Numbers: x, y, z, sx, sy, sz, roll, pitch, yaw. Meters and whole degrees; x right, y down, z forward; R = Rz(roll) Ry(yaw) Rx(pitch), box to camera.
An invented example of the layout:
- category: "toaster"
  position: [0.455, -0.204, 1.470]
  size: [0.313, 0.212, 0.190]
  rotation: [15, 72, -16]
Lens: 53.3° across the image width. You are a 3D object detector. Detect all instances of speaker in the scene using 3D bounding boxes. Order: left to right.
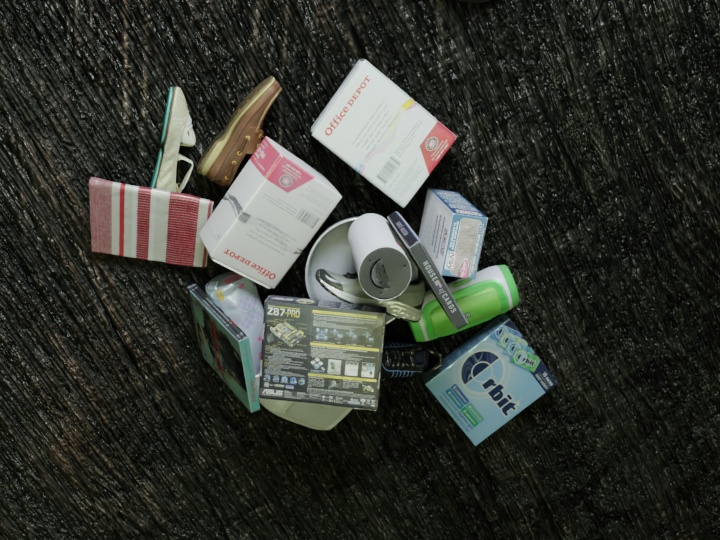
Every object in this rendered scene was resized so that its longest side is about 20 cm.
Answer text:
- category: "speaker"
  position: [0.025, -0.025, 1.111]
  size: [0.079, 0.200, 0.083]
  rotation: [-2, 108, -5]
- category: "speaker"
  position: [0.179, 0.059, 1.284]
  size: [0.197, 0.089, 0.090]
  rotation: [-21, 108, 1]

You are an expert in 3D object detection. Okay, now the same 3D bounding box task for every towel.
- category: "towel"
  position: [-0.349, -0.078, 1.194]
  size: [0.196, 0.023, 0.146]
  rotation: [9, 129, -9]

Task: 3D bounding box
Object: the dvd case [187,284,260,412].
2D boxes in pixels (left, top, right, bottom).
- category: "dvd case"
  position: [-0.230, 0.127, 1.197]
  size: [0.022, 0.199, 0.148]
  rotation: [-21, 126, -27]

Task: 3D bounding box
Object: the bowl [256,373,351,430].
- category: "bowl"
  position: [-0.067, 0.199, 1.259]
  size: [0.200, 0.075, 0.199]
  rotation: [-45, 134, 12]

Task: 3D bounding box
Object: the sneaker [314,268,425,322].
- category: "sneaker"
  position: [0.018, 0.024, 1.201]
  size: [0.197, 0.074, 0.081]
  rotation: [15, 96, -17]

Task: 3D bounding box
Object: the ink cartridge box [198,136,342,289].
- category: "ink cartridge box"
  position: [-0.150, -0.091, 1.179]
  size: [0.146, 0.083, 0.201]
  rotation: [29, 103, -41]

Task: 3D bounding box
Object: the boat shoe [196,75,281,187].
- category: "boat shoe"
  position: [-0.188, -0.224, 1.171]
  size: [0.067, 0.072, 0.201]
  rotation: [35, 107, -20]

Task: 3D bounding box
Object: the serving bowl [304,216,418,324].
- category: "serving bowl"
  position: [0.000, 0.000, 1.257]
  size: [0.196, 0.066, 0.204]
  rotation: [-1, 107, -5]

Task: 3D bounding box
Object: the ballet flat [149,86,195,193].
- category: "ballet flat"
  position: [-0.300, -0.199, 1.173]
  size: [0.061, 0.068, 0.203]
  rotation: [11, 115, -19]

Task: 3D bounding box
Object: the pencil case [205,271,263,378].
- category: "pencil case"
  position: [-0.206, 0.101, 1.256]
  size: [0.090, 0.082, 0.204]
  rotation: [-25, 110, -32]

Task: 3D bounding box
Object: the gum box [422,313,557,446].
- category: "gum box"
  position: [0.244, 0.206, 1.355]
  size: [0.199, 0.045, 0.171]
  rotation: [-38, 106, 7]

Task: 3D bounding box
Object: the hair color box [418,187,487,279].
- category: "hair color box"
  position: [0.148, -0.065, 1.181]
  size: [0.059, 0.200, 0.102]
  rotation: [7, 107, -8]

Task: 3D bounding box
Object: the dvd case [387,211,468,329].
- category: "dvd case"
  position: [0.102, -0.006, 1.126]
  size: [0.024, 0.200, 0.152]
  rotation: [-31, 108, 4]

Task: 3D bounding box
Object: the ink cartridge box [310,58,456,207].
- category: "ink cartridge box"
  position: [0.035, -0.227, 1.182]
  size: [0.199, 0.083, 0.146]
  rotation: [36, 101, -15]

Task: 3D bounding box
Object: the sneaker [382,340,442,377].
- category: "sneaker"
  position: [0.067, 0.152, 1.254]
  size: [0.077, 0.198, 0.072]
  rotation: [-15, 75, 36]

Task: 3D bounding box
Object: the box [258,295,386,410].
- category: "box"
  position: [-0.061, 0.132, 1.152]
  size: [0.196, 0.049, 0.165]
  rotation: [5, 102, 3]

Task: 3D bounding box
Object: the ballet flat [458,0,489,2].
- category: "ballet flat"
  position: [0.141, -0.467, 1.128]
  size: [0.196, 0.069, 0.069]
  rotation: [9, 106, -9]
